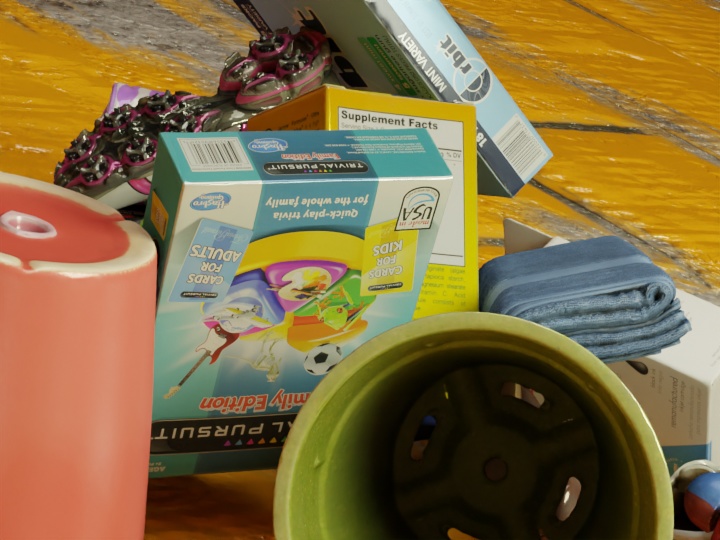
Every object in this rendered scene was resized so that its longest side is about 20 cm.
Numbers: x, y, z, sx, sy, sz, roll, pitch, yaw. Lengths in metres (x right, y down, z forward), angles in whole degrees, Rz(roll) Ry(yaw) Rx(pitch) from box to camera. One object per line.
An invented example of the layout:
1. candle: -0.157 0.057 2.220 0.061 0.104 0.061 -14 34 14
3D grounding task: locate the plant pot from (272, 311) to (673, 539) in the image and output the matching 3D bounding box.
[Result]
1. plant pot: 0.067 0.117 1.327 0.199 0.202 0.190 17 4 7

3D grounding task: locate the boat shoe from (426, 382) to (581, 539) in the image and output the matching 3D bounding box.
1. boat shoe: 0.092 0.117 1.522 0.070 0.070 0.200 49 6 -26

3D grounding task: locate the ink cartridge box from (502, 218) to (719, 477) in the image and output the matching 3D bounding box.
1. ink cartridge box: 0.159 0.058 1.643 0.199 0.117 0.068 25 50 30

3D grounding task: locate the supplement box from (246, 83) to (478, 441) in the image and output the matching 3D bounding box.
1. supplement box: 0.000 0.000 1.524 0.108 0.202 0.109 6 -11 -29

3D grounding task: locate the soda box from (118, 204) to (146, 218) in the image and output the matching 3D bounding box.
1. soda box: -0.159 -0.006 1.681 0.199 0.064 0.071 5 20 -29

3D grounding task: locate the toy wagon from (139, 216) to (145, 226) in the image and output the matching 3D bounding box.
1. toy wagon: -0.084 0.030 1.396 0.155 0.199 0.040 55 9 -42

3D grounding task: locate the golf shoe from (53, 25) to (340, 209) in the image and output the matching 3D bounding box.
1. golf shoe: -0.098 -0.074 1.602 0.199 0.093 0.073 -26 39 -13

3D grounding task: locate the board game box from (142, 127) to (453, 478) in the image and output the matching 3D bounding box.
1. board game box: -0.047 0.019 1.338 0.150 0.201 0.047 -3 39 -23

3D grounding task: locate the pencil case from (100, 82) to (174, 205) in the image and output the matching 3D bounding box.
1. pencil case: -0.087 -0.063 1.686 0.198 0.084 0.086 14 38 -3

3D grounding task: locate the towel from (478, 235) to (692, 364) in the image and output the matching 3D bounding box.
1. towel: 0.127 0.022 1.499 0.111 0.049 0.200 -9 9 -1

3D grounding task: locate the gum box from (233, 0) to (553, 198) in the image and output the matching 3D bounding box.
1. gum box: 0.018 -0.128 1.641 0.170 0.045 0.200 51 -18 -19

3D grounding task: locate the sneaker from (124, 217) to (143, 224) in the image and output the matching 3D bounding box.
1. sneaker: -0.173 0.032 1.466 0.087 0.076 0.199 25 41 38

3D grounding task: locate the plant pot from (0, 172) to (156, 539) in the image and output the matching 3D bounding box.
1. plant pot: -0.189 0.055 1.270 0.199 0.179 0.201 14 16 -4

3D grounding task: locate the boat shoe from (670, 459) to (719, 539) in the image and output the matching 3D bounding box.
1. boat shoe: 0.204 0.149 1.492 0.071 0.070 0.199 26 21 33

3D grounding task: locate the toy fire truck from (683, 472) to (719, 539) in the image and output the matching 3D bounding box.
1. toy fire truck: 0.267 0.161 1.408 0.167 0.113 0.200 30 21 22
